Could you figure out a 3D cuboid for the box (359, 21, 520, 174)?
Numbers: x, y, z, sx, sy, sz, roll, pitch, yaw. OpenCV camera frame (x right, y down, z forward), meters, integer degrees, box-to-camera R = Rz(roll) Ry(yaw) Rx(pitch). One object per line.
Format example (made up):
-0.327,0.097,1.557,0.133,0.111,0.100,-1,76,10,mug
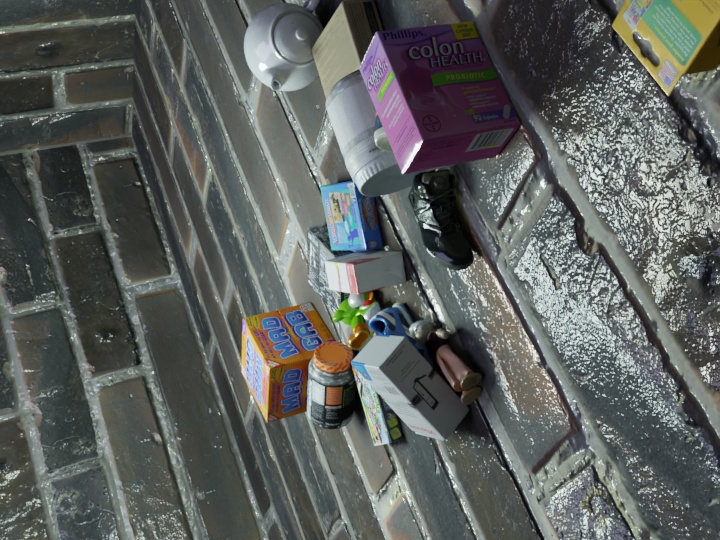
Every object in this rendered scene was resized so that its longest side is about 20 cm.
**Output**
0.121,-0.271,1.351,0.201,0.175,0.097,69,155,20,box

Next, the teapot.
-0.145,-0.488,1.851,0.146,0.196,0.202,-11,98,66,teapot

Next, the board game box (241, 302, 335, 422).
-0.188,0.240,2.303,0.200,0.198,0.201,54,148,43,board game box

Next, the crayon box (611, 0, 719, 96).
0.362,-0.306,0.932,0.126,0.051,0.201,64,153,29,crayon box

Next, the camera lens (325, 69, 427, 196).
0.034,-0.256,1.578,0.201,0.159,0.160,71,156,14,camera lens

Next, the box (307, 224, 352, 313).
-0.069,0.003,2.094,0.200,0.049,0.159,45,141,52,box

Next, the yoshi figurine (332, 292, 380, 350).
-0.001,0.112,1.917,0.201,0.111,0.113,-106,-7,-55,yoshi figurine

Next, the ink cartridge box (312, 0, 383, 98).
-0.016,-0.414,1.722,0.200,0.075,0.166,-32,74,65,ink cartridge box

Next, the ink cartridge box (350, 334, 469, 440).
0.095,0.223,1.678,0.200,0.084,0.146,48,162,-14,ink cartridge box

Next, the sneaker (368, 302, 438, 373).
0.089,0.152,1.767,0.200,0.082,0.074,50,144,41,sneaker

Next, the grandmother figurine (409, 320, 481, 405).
0.155,0.158,1.645,0.200,0.060,0.122,48,143,47,grandmother figurine

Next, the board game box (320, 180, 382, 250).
-0.023,-0.122,1.927,0.200,0.045,0.153,5,106,66,board game box

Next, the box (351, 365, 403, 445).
0.038,0.301,2.021,0.110,0.034,0.202,-37,68,65,box

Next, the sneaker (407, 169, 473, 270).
0.140,-0.098,1.519,0.115,0.076,0.200,94,159,-53,sneaker

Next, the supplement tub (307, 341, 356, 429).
-0.070,0.283,2.150,0.123,0.122,0.201,51,145,46,supplement tub

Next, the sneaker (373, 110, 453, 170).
0.097,-0.229,1.448,0.075,0.199,0.085,-17,68,34,sneaker

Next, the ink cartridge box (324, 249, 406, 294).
0.000,0.000,1.847,0.200,0.116,0.068,5,108,65,ink cartridge box
